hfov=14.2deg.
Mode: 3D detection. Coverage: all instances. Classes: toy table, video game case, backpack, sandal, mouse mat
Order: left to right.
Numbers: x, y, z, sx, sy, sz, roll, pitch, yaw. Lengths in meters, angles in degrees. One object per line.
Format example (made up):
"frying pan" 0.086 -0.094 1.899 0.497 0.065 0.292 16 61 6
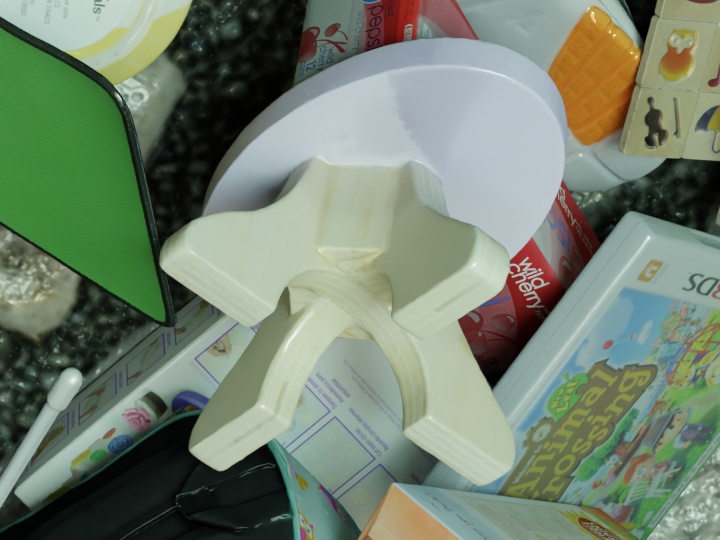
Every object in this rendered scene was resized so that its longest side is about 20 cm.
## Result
"mouse mat" -0.160 -0.066 1.227 0.008 0.200 0.161 -44 151 -25
"backpack" -0.083 0.169 1.313 0.200 0.176 0.153 -41 126 12
"toy table" 0.000 0.000 1.242 0.183 0.117 0.200 26 134 -16
"sandal" 0.084 -0.122 1.332 0.079 0.059 0.207 -20 129 23
"video game case" 0.123 0.068 1.377 0.182 0.022 0.200 13 119 -51

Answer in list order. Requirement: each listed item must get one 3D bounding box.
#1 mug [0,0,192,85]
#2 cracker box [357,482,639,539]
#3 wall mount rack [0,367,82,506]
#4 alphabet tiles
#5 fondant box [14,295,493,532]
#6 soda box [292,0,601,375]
"mug" -0.121 -0.133 1.261 0.149 0.153 0.187 -35 112 7
"cracker box" 0.096 0.160 1.292 0.200 0.134 0.058 15 110 -57
"wall mount rack" -0.212 0.067 1.307 0.173 0.200 0.075 -34 149 -1
"alphabet tiles" 0.216 -0.096 1.357 0.199 0.008 0.168 2 113 -29
"fondant box" -0.048 0.084 1.405 0.200 0.058 0.144 -40 110 8
"soda box" 0.044 -0.044 1.323 0.063 0.070 0.200 -17 131 22
